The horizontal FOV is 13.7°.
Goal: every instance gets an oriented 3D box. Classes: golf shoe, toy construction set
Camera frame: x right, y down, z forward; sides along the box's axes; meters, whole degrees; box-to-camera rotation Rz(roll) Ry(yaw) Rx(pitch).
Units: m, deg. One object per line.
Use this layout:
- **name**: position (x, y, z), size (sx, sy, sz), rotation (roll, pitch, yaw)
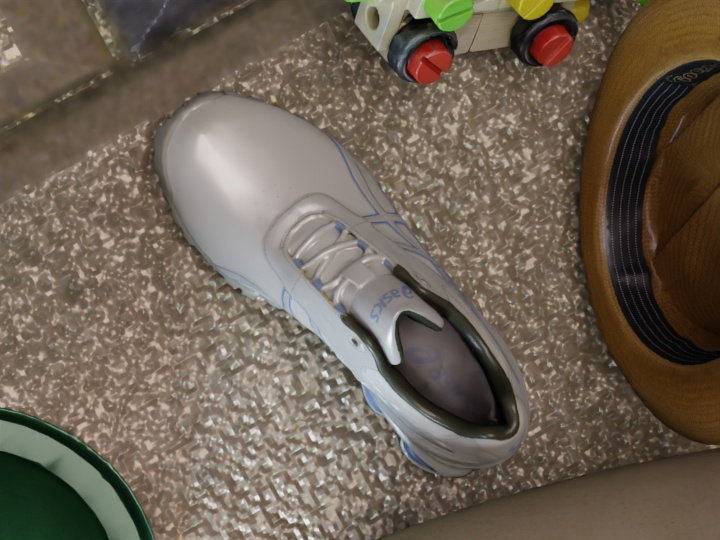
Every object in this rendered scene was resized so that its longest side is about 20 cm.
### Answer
- **golf shoe**: position (0.000, 0.000, 1.219), size (0.200, 0.097, 0.078), rotation (44, 82, -6)
- **toy construction set**: position (0.058, -0.148, 1.220), size (0.200, 0.092, 0.131), rotation (2, 132, -21)

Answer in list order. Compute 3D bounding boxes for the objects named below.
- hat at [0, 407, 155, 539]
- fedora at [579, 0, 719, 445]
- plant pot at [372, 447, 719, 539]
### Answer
- **hat**: position (-0.139, 0.129, 1.142), size (0.200, 0.176, 0.166), rotation (-43, 96, -10)
- **fedora**: position (0.165, -0.025, 1.211), size (0.082, 0.201, 0.201), rotation (-3, 89, -27)
- **plant pot**: position (0.067, 0.164, 1.199), size (0.200, 0.187, 0.188), rotation (-2, 88, 2)
